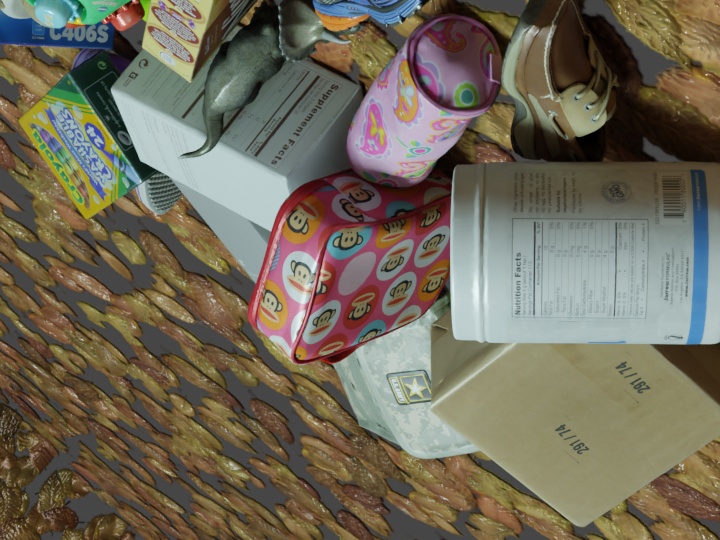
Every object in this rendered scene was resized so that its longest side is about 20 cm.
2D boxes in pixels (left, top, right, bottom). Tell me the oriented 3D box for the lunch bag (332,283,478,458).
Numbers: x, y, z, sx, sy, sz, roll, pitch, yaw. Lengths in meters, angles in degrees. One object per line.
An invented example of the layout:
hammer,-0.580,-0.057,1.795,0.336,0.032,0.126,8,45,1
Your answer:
lunch bag,0.049,0.083,1.663,0.199,0.117,0.165,20,138,60

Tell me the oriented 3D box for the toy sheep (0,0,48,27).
toy sheep,-0.312,-0.294,1.511,0.201,0.137,0.138,54,161,10

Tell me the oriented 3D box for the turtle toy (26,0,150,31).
turtle toy,-0.212,-0.252,1.424,0.146,0.198,0.102,49,131,42

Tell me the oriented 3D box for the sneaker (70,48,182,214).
sneaker,-0.244,-0.153,1.794,0.114,0.073,0.202,28,147,30

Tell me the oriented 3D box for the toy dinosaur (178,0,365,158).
toy dinosaur,-0.091,-0.171,1.415,0.077,0.199,0.102,54,-169,-3

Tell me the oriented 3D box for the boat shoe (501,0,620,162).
boat shoe,0.148,-0.133,1.211,0.073,0.076,0.200,24,164,17

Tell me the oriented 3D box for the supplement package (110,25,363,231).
supplement package,-0.102,-0.130,1.537,0.199,0.118,0.117,28,157,22

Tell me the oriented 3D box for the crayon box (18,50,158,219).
crayon box,-0.272,-0.129,1.731,0.126,0.051,0.200,56,152,-6

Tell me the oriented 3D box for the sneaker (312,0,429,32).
sneaker,0.008,-0.223,1.234,0.079,0.076,0.199,49,155,-21

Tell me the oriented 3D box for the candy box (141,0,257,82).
candy box,-0.108,-0.238,1.321,0.056,0.117,0.200,35,159,2

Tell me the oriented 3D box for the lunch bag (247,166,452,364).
lunch bag,0.000,0.000,1.476,0.082,0.199,0.178,38,125,30

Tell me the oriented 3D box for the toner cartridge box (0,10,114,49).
toner cartridge box,-0.336,-0.238,1.613,0.199,0.044,0.094,-4,-165,-45

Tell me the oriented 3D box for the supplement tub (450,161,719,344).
supplement tub,0.165,-0.013,1.236,0.197,0.133,0.132,0,151,7

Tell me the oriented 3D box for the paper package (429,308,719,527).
paper package,0.182,0.085,1.414,0.199,0.104,0.190,38,120,-23

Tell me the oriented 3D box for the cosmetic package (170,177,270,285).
cosmetic package,-0.094,-0.057,1.724,0.106,0.091,0.200,16,154,50

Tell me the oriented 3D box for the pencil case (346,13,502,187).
pencil case,0.049,-0.129,1.354,0.087,0.088,0.200,37,159,-2
